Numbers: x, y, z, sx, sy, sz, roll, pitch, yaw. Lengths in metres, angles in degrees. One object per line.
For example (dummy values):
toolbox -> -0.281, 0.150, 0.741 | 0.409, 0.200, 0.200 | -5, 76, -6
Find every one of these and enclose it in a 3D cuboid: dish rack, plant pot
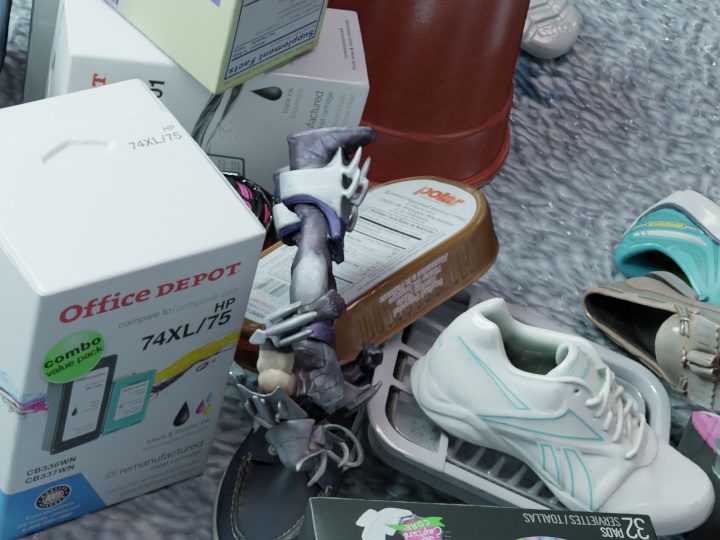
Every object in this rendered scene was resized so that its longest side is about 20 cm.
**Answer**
dish rack -> 0.096, 0.096, 1.264 | 0.199, 0.044, 0.172 | 24, 39, -7
plant pot -> 0.039, -0.191, 1.466 | 0.200, 0.196, 0.201 | 10, 40, -8

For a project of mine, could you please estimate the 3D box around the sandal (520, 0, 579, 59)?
sandal -> 0.094, -0.242, 1.661 | 0.082, 0.050, 0.203 | -34, 73, -26

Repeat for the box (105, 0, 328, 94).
box -> -0.098, -0.248, 1.250 | 0.176, 0.201, 0.097 | 40, 47, 23

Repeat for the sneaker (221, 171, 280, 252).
sneaker -> -0.073, -0.020, 1.322 | 0.199, 0.084, 0.077 | -6, 46, -25

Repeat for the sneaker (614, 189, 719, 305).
sneaker -> 0.265, 0.024, 1.414 | 0.080, 0.078, 0.200 | -36, 54, -27

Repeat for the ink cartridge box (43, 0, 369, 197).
ink cartridge box -> -0.109, -0.106, 1.357 | 0.199, 0.147, 0.086 | 3, 44, -15

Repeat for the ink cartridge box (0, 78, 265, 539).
ink cartridge box -> -0.167, 0.021, 1.153 | 0.146, 0.201, 0.146 | -17, 51, -33

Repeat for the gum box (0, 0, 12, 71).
gum box -> -0.265, -0.157, 1.342 | 0.044, 0.170, 0.201 | 11, 41, -6

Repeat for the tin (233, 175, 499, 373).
tin -> 0.000, 0.000, 1.267 | 0.200, 0.042, 0.112 | -33, 39, -30

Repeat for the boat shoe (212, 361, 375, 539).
boat shoe -> -0.033, 0.103, 1.215 | 0.075, 0.062, 0.200 | 25, 41, 7

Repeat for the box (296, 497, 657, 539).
box -> 0.062, 0.218, 1.073 | 0.199, 0.125, 0.149 | 5, 41, -16

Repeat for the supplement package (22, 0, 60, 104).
supplement package -> -0.158, -0.213, 1.456 | 0.151, 0.151, 0.201 | 7, 42, -11

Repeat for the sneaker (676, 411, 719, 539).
sneaker -> 0.280, 0.165, 1.261 | 0.200, 0.081, 0.086 | 44, 24, 30

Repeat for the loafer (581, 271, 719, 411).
loafer -> 0.209, 0.049, 1.318 | 0.063, 0.072, 0.200 | -1, 15, -18

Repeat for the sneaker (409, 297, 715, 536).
sneaker -> 0.130, 0.090, 1.198 | 0.200, 0.080, 0.071 | 29, 38, -5

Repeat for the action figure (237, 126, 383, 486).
action figure -> -0.025, 0.023, 1.136 | 0.069, 0.130, 0.201 | 0, 70, 7
